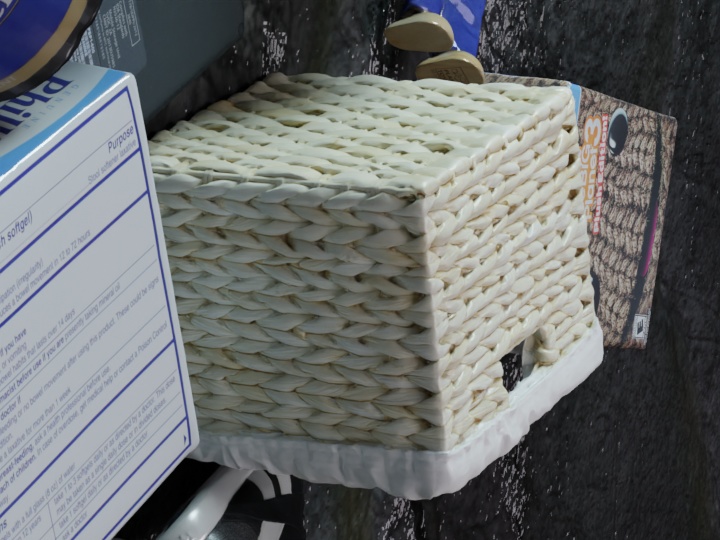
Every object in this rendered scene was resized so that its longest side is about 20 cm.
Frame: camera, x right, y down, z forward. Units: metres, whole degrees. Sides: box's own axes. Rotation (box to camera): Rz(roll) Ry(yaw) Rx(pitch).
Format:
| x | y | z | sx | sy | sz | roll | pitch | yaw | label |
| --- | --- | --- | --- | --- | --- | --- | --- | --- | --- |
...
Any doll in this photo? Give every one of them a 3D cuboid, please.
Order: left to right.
| x | y | z | sx | sy | sz | roll | pitch | yaw | label |
| --- | --- | --- | --- | --- | --- | --- | --- | --- | --- |
| 0.068 | -0.207 | 1.564 | 0.136 | 0.048 | 0.201 | 47 | 49 | -46 | doll |

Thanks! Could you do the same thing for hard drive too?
| x | y | z | sx | sy | sz | roll | pitch | yaw | label |
| --- | --- | --- | --- | --- | --- | --- | --- | --- | --- |
| -0.122 | -0.132 | 1.228 | 0.200 | 0.033 | 0.140 | -48 | 137 | -48 | hard drive |

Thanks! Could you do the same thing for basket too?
| x | y | z | sx | sy | sz | roll | pitch | yaw | label |
| --- | --- | --- | --- | --- | --- | --- | --- | --- | --- |
| 0.000 | 0.000 | 1.326 | 0.198 | 0.199 | 0.162 | -34 | 125 | -55 | basket |

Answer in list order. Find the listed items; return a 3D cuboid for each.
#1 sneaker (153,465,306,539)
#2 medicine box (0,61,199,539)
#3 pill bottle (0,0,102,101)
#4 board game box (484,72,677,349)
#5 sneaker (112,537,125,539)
| x | y | z | sx | sy | sz | roll | pitch | yaw | label |
| --- | --- | --- | --- | --- | --- | --- | --- | --- | --- |
| -0.047 | 0.155 | 1.330 | 0.073 | 0.112 | 0.200 | -44 | 180 | 17 | sneaker |
| -0.168 | 0.035 | 1.107 | 0.182 | 0.103 | 0.201 | -47 | 137 | -48 | medicine box |
| -0.192 | -0.143 | 1.001 | 0.200 | 0.111 | 0.112 | 27 | 73 | -62 | pill bottle |
| 0.116 | -0.036 | 1.655 | 0.200 | 0.096 | 0.160 | 6 | 92 | -64 | board game box |
| -0.137 | 0.201 | 1.269 | 0.099 | 0.071 | 0.200 | -57 | 179 | 15 | sneaker |
